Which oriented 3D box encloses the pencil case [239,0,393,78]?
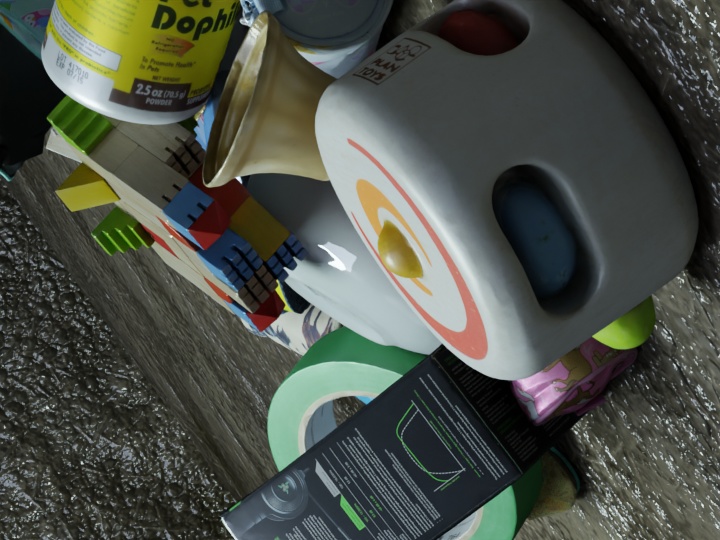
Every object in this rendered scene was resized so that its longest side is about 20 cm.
[{"bbox_3d":[-0.032,-0.143,1.519,0.083,0.091,0.200,54,169,7],"label":"pencil case"}]

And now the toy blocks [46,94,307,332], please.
[{"bbox_3d":[-0.097,-0.030,1.570,0.137,0.100,0.200,35,168,36],"label":"toy blocks"}]

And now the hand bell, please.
[{"bbox_3d":[0.021,-0.066,1.413,0.200,0.104,0.104,19,174,-12],"label":"hand bell"}]

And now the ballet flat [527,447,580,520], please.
[{"bbox_3d":[0.103,0.158,1.864,0.071,0.071,0.200,58,168,-12],"label":"ballet flat"}]

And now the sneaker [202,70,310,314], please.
[{"bbox_3d":[-0.093,-0.051,1.761,0.078,0.066,0.200,4,128,26],"label":"sneaker"}]

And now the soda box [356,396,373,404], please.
[{"bbox_3d":[0.040,0.078,1.900,0.068,0.064,0.200,60,168,-23],"label":"soda box"}]

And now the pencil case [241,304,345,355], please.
[{"bbox_3d":[-0.026,0.024,1.900,0.078,0.089,0.200,57,162,-24],"label":"pencil case"}]

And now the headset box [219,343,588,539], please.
[{"bbox_3d":[0.030,0.122,1.571,0.093,0.200,0.174,52,-154,3],"label":"headset box"}]

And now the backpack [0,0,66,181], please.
[{"bbox_3d":[-0.290,-0.175,1.631,0.200,0.153,0.176,30,178,27],"label":"backpack"}]

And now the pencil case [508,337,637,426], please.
[{"bbox_3d":[0.080,0.000,1.490,0.200,0.083,0.086,53,-149,12],"label":"pencil case"}]

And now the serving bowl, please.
[{"bbox_3d":[0.000,0.000,1.674,0.200,0.066,0.200,33,172,5],"label":"serving bowl"}]

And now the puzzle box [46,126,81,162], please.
[{"bbox_3d":[-0.130,-0.068,1.933,0.200,0.025,0.133,22,-174,21],"label":"puzzle box"}]

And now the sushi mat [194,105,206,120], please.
[{"bbox_3d":[-0.139,-0.188,1.752,0.096,0.012,0.200,134,130,-60],"label":"sushi mat"}]

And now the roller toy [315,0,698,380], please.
[{"bbox_3d":[0.067,-0.044,1.273,0.200,0.140,0.182,52,167,19],"label":"roller toy"}]

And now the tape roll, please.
[{"bbox_3d":[0.031,0.131,1.794,0.200,0.048,0.201,19,134,21],"label":"tape roll"}]

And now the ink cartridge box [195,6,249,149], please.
[{"bbox_3d":[-0.108,-0.141,1.868,0.137,0.076,0.200,60,169,-22],"label":"ink cartridge box"}]

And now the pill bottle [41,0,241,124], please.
[{"bbox_3d":[-0.116,-0.195,1.487,0.109,0.109,0.200,46,129,37],"label":"pill bottle"}]
